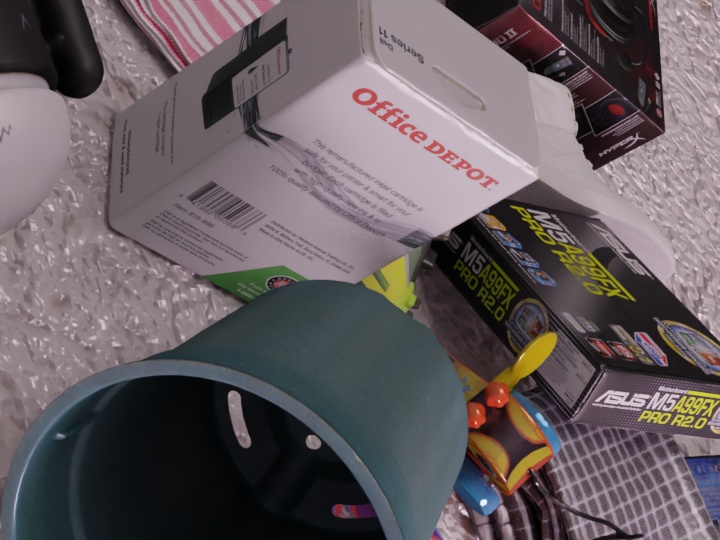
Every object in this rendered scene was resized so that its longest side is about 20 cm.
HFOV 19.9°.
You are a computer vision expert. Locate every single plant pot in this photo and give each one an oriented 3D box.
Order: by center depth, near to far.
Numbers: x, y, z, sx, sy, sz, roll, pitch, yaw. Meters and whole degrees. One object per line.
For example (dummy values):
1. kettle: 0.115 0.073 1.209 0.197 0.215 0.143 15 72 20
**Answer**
1. plant pot: -0.043 0.103 1.004 0.201 0.200 0.196 57 25 -6

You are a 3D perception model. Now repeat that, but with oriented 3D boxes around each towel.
1. towel: -0.088 -0.191 1.290 0.146 0.030 0.200 51 34 -17
2. towel: 0.152 0.165 1.301 0.165 0.085 0.201 -13 77 -55

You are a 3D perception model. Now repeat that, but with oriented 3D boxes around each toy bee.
1. toy bee: 0.077 0.085 1.168 0.131 0.199 0.109 -56 139 -24

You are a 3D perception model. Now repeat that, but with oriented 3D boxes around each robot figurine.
1. robot figurine: -0.215 -0.106 0.975 0.201 0.150 0.125 67 12 10

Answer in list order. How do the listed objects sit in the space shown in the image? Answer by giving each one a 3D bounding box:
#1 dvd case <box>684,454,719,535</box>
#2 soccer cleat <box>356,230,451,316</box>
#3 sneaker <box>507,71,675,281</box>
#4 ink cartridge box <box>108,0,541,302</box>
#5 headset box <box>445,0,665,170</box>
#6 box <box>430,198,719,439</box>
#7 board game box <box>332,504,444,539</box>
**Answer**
1. dvd case: 0.268 0.229 1.470 0.142 0.018 0.201 5 62 -53
2. soccer cleat: 0.000 0.000 1.256 0.083 0.065 0.200 25 44 0
3. sneaker: 0.158 -0.074 1.495 0.200 0.074 0.116 32 46 -35
4. ink cartridge box: -0.020 -0.069 1.135 0.146 0.200 0.083 31 43 -38
5. headset box: 0.142 -0.194 1.558 0.200 0.075 0.149 36 41 -34
6. box: 0.147 0.027 1.335 0.160 0.044 0.200 10 30 -40
7. board game box: 0.041 0.201 1.163 0.201 0.039 0.158 60 33 -3
